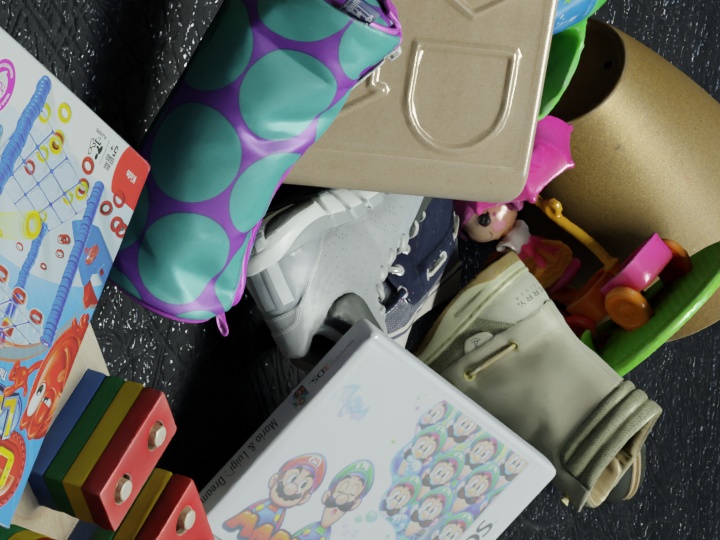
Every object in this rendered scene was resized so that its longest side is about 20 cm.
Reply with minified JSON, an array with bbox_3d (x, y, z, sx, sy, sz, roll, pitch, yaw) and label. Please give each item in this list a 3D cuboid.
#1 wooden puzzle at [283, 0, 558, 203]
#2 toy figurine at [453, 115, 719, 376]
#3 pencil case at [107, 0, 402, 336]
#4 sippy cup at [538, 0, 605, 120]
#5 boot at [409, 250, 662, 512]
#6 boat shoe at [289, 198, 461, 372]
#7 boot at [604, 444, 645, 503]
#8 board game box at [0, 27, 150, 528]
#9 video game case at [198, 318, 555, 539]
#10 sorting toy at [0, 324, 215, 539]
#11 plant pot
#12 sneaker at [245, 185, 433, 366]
[{"bbox_3d":[0.018,-0.142,1.661,0.046,0.185,0.201,-128,-134,-65],"label":"wooden puzzle"},{"bbox_3d":[0.119,-0.023,1.940,0.150,0.184,0.200,-47,-173,-35],"label":"toy figurine"},{"bbox_3d":[-0.058,-0.071,1.514,0.200,0.092,0.085,-56,-167,16],"label":"pencil case"},{"bbox_3d":[0.066,-0.176,1.763,0.130,0.178,0.140,-44,177,-31],"label":"sippy cup"},{"bbox_3d":[0.095,0.101,1.894,0.072,0.155,0.200,-35,166,-47],"label":"boot"},{"bbox_3d":[0.008,-0.008,1.814,0.200,0.074,0.093,-46,140,-63],"label":"boat shoe"},{"bbox_3d":[0.141,0.143,2.216,0.138,0.077,0.200,-55,138,-29],"label":"boot"},{"bbox_3d":[-0.191,0.000,1.368,0.196,0.056,0.200,-70,157,-11],"label":"board game box"},{"bbox_3d":[0.000,0.140,1.728,0.182,0.024,0.200,-47,134,5],"label":"video game case"},{"bbox_3d":[-0.155,0.160,1.536,0.199,0.069,0.200,-59,153,-31],"label":"sorting toy"},{"bbox_3d":[0.178,-0.080,2.040,0.200,0.186,0.187,53,55,-46],"label":"plant pot"},{"bbox_3d":[0.000,0.000,1.735,0.200,0.075,0.116,-30,100,-47],"label":"sneaker"}]
